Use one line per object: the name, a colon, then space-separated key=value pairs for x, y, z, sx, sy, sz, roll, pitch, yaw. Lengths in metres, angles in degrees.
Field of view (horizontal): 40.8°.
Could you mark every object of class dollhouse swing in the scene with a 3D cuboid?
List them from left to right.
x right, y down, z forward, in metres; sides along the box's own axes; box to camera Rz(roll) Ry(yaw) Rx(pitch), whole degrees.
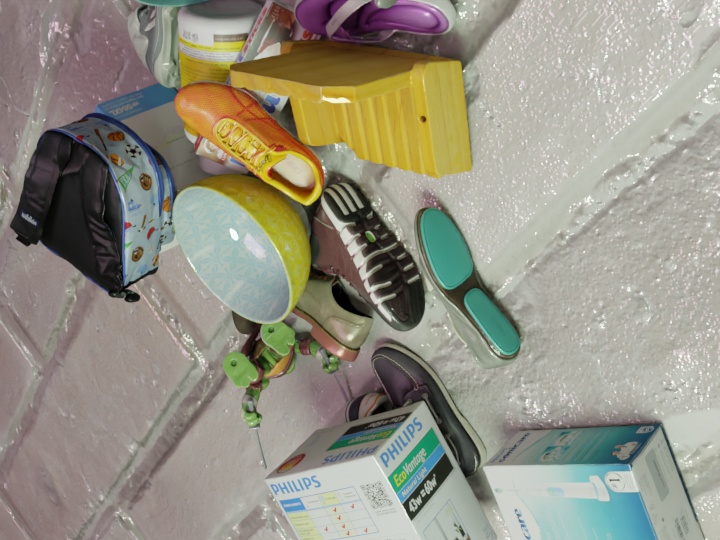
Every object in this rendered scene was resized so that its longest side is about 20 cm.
dollhouse swing: x=-0.017 y=-0.153 z=1.019 sx=0.198 sy=0.176 sz=0.184 roll=18 pitch=134 yaw=35

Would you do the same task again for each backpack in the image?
backpack: x=-0.316 y=-0.092 z=1.196 sx=0.198 sy=0.154 sz=0.192 roll=27 pitch=134 yaw=18

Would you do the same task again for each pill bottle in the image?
pill bottle: x=-0.166 y=-0.224 z=1.192 sx=0.108 sy=0.109 sz=0.202 roll=24 pitch=127 yaw=32

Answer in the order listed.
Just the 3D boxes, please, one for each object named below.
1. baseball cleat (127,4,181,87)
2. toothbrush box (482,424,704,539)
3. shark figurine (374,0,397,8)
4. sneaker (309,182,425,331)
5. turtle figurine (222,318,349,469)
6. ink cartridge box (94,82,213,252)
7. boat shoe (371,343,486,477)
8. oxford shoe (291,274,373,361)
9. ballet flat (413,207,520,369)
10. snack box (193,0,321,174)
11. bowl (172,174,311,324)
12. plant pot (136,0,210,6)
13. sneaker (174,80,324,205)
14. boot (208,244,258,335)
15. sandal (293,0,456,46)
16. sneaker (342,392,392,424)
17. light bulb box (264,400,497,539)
baseball cleat: x=-0.259 y=-0.335 z=1.250 sx=0.106 sy=0.069 sz=0.201 roll=38 pitch=133 yaw=22
toothbrush box: x=0.254 y=0.259 z=1.075 sx=0.199 sy=0.085 sz=0.148 roll=-15 pitch=102 yaw=46
shark figurine: x=0.068 y=-0.360 z=0.938 sx=0.088 sy=0.128 sz=0.217 roll=13 pitch=106 yaw=9
sneaker: x=0.000 y=0.000 z=1.195 sx=0.202 sy=0.075 sz=0.116 roll=61 pitch=144 yaw=13
turtle figurine: x=-0.097 y=0.150 z=1.296 sx=0.142 sy=0.194 sz=0.203 roll=-9 pitch=73 yaw=8
ink cartridge box: x=-0.263 y=-0.133 z=1.323 sx=0.200 sy=0.125 sz=0.129 roll=45 pitch=136 yaw=16
boat shoe: x=0.075 y=0.179 z=1.218 sx=0.201 sy=0.062 sz=0.073 roll=50 pitch=136 yaw=10
oxford shoe: x=-0.058 y=0.030 z=1.278 sx=0.200 sy=0.070 sz=0.075 roll=41 pitch=108 yaw=21
ballet flat: x=0.108 y=0.025 z=1.102 sx=0.201 sy=0.067 sz=0.064 roll=58 pitch=145 yaw=2
snack box: x=-0.120 y=-0.213 z=1.132 sx=0.201 sy=0.071 sz=0.024 roll=-59 pitch=31 yaw=20
bowl: x=-0.128 y=-0.045 z=1.205 sx=0.199 sy=0.108 sz=0.202 roll=28 pitch=141 yaw=25
plant pot: x=-0.188 y=-0.410 z=1.057 sx=0.200 sy=0.199 sz=0.163 roll=-26 pitch=80 yaw=48
sneaker: x=-0.120 y=-0.149 z=1.103 sx=0.199 sy=0.077 sz=0.073 roll=30 pitch=110 yaw=-17
boot: x=-0.183 y=0.019 z=1.352 sx=0.074 sy=0.097 sz=0.202 roll=26 pitch=128 yaw=31
sandal: x=0.004 y=-0.264 z=1.020 sx=0.201 sy=0.050 sz=0.082 roll=6 pitch=155 yaw=37
sneaker: x=0.047 y=0.256 z=1.277 sx=0.079 sy=0.078 sz=0.202 roll=-30 pitch=89 yaw=53
light bulb box: x=0.024 y=0.291 z=1.180 sx=0.197 sy=0.125 sz=0.202 roll=-21 pitch=101 yaw=40
